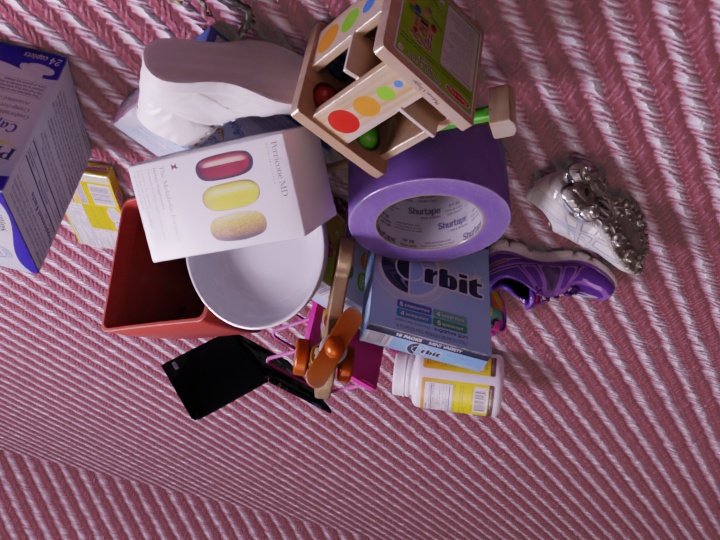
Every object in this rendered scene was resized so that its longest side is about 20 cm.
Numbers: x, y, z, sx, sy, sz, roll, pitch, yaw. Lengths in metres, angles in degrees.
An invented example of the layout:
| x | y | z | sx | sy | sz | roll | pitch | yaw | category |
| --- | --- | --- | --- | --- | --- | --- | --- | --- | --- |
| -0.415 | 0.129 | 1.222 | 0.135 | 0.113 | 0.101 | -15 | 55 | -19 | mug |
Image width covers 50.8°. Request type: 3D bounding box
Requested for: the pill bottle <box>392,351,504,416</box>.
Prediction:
| x | y | z | sx | sy | sz | roll | pitch | yaw | category |
| --- | --- | --- | --- | --- | --- | --- | --- | --- | --- |
| 0.158 | 0.197 | 1.371 | 0.194 | 0.112 | 0.110 | 7 | 149 | 8 | pill bottle |

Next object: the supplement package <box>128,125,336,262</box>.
| x | y | z | sx | sy | sz | roll | pitch | yaw | category |
| --- | --- | --- | --- | --- | --- | --- | --- | --- | --- |
| -0.142 | -0.090 | 0.863 | 0.195 | 0.110 | 0.117 | -9 | 103 | 20 | supplement package |

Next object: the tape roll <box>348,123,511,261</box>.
| x | y | z | sx | sy | sz | roll | pitch | yaw | category |
| --- | --- | --- | --- | --- | --- | --- | --- | --- | --- |
| 0.081 | -0.093 | 0.914 | 0.194 | 0.087 | 0.201 | -1 | 155 | 0 | tape roll |

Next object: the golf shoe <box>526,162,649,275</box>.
| x | y | z | sx | sy | sz | roll | pitch | yaw | category |
| --- | --- | --- | --- | --- | --- | --- | --- | --- | --- |
| 0.291 | -0.063 | 0.962 | 0.199 | 0.080 | 0.096 | 39 | 157 | -29 | golf shoe |

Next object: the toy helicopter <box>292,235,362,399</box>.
| x | y | z | sx | sy | sz | roll | pitch | yaw | category |
| --- | --- | --- | --- | --- | --- | --- | --- | --- | --- |
| -0.034 | 0.061 | 0.935 | 0.077 | 0.206 | 0.132 | 9 | -168 | -5 | toy helicopter |

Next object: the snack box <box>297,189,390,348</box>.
| x | y | z | sx | sy | sz | roll | pitch | yaw | category |
| --- | --- | --- | --- | --- | --- | --- | --- | --- | --- |
| 0.000 | 0.000 | 1.069 | 0.052 | 0.145 | 0.198 | -22 | 135 | 41 | snack box |

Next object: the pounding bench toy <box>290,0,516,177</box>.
| x | y | z | sx | sy | sz | roll | pitch | yaw | category |
| --- | --- | --- | --- | --- | --- | --- | --- | --- | --- |
| 0.048 | -0.178 | 0.781 | 0.198 | 0.127 | 0.154 | 32 | 144 | -31 | pounding bench toy |

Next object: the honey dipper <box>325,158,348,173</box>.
| x | y | z | sx | sy | sz | roll | pitch | yaw | category |
| --- | --- | --- | --- | --- | --- | --- | --- | --- | --- |
| -0.005 | -0.140 | 0.956 | 0.195 | 0.039 | 0.038 | -13 | 143 | 27 | honey dipper |

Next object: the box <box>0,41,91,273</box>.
| x | y | z | sx | sy | sz | roll | pitch | yaw | category |
| --- | --- | --- | --- | --- | --- | --- | --- | --- | --- |
| -0.425 | -0.135 | 0.931 | 0.102 | 0.205 | 0.185 | 12 | 150 | -2 | box |

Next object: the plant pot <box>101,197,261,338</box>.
| x | y | z | sx | sy | sz | roll | pitch | yaw | category |
| --- | --- | --- | --- | --- | --- | --- | --- | --- | --- |
| -0.237 | 0.007 | 1.128 | 0.195 | 0.206 | 0.175 | -8 | 158 | 29 | plant pot |

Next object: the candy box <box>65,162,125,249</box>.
| x | y | z | sx | sy | sz | roll | pitch | yaw | category |
| --- | --- | --- | --- | --- | --- | --- | --- | --- | --- |
| -0.406 | -0.096 | 1.161 | 0.099 | 0.027 | 0.202 | 12 | 149 | 4 | candy box |

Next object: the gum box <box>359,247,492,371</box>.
| x | y | z | sx | sy | sz | roll | pitch | yaw | category |
| --- | --- | --- | --- | --- | --- | --- | --- | --- | --- |
| 0.089 | 0.018 | 1.004 | 0.165 | 0.204 | 0.045 | 15 | 142 | -11 | gum box |

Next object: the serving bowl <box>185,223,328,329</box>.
| x | y | z | sx | sy | sz | roll | pitch | yaw | category |
| --- | --- | --- | --- | --- | --- | --- | --- | --- | --- |
| -0.124 | -0.030 | 0.963 | 0.194 | 0.207 | 0.066 | -1 | -178 | 20 | serving bowl |

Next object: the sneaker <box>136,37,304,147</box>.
| x | y | z | sx | sy | sz | roll | pitch | yaw | category |
| --- | --- | --- | --- | --- | --- | --- | --- | --- | --- |
| -0.142 | -0.185 | 0.818 | 0.195 | 0.076 | 0.116 | 3 | 155 | -24 | sneaker |

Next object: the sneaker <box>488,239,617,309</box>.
| x | y | z | sx | sy | sz | roll | pitch | yaw | category |
| --- | --- | --- | --- | --- | --- | --- | --- | --- | --- |
| 0.263 | 0.021 | 1.076 | 0.194 | 0.085 | 0.081 | 9 | 150 | 2 | sneaker |

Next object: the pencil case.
| x | y | z | sx | sy | sz | roll | pitch | yaw | category |
| --- | --- | --- | --- | --- | --- | --- | --- | --- | --- |
| 0.134 | 0.078 | 1.212 | 0.196 | 0.090 | 0.088 | -14 | 141 | 35 | pencil case |

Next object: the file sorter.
| x | y | z | sx | sy | sz | roll | pitch | yaw | category |
| --- | --- | --- | --- | --- | --- | --- | --- | --- | --- |
| -0.046 | 0.065 | 1.137 | 0.138 | 0.205 | 0.124 | 33 | 146 | -33 | file sorter |

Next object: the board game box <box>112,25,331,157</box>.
| x | y | z | sx | sy | sz | roll | pitch | yaw | category |
| --- | --- | --- | --- | --- | --- | --- | --- | --- | --- |
| -0.168 | -0.176 | 0.933 | 0.196 | 0.044 | 0.199 | -22 | 136 | 38 | board game box |

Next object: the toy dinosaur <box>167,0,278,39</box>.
| x | y | z | sx | sy | sz | roll | pitch | yaw | category |
| --- | --- | --- | --- | --- | --- | --- | --- | --- | --- |
| -0.120 | -0.288 | 0.740 | 0.197 | 0.048 | 0.088 | -22 | 129 | 38 | toy dinosaur |

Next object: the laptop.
| x | y | z | sx | sy | sz | roll | pitch | yaw | category |
| --- | --- | --- | --- | --- | --- | --- | --- | --- | --- |
| -0.172 | 0.177 | 1.145 | 0.198 | 0.105 | 0.177 | 34 | -179 | -36 | laptop |
